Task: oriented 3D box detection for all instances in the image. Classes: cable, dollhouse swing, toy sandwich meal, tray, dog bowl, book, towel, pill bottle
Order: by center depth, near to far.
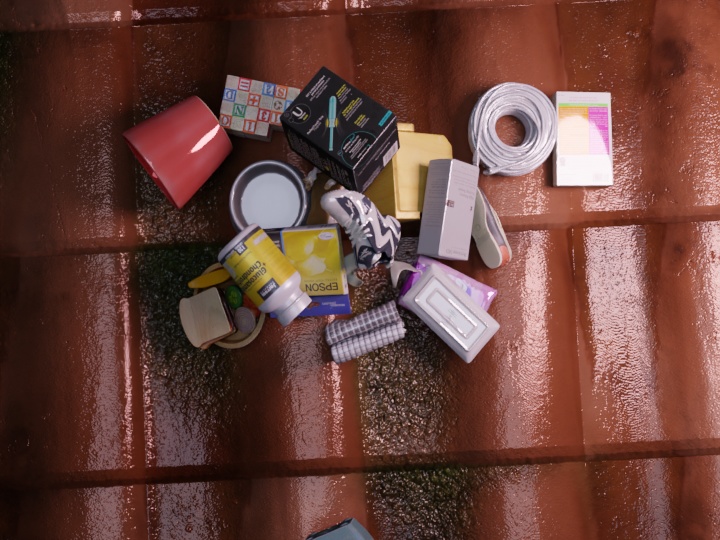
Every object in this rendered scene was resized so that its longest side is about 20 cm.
[{"bbox_3d":[-0.193,0.012,1.570,0.112,0.112,0.201,-41,93,-2],"label":"pill bottle"},{"bbox_3d":[0.010,0.124,1.600,0.162,0.200,0.088,-22,87,1],"label":"towel"},{"bbox_3d":[0.192,0.090,1.615,0.199,0.022,0.108,43,92,1],"label":"tray"},{"bbox_3d":[-0.299,0.079,1.645,0.199,0.070,0.212,2,96,20],"label":"toy sandwich meal"},{"bbox_3d":[-0.201,-0.150,1.687,0.194,0.059,0.207,0,86,1],"label":"dog bowl"},{"bbox_3d":[0.335,-0.309,1.688,0.194,0.069,0.207,-2,85,0],"label":"cable"},{"bbox_3d":[0.494,-0.290,1.699,0.129,0.048,0.207,0,88,-2],"label":"book"},{"bbox_3d":[0.089,-0.207,1.701,0.179,0.173,0.207,-7,86,41],"label":"dollhouse swing"}]

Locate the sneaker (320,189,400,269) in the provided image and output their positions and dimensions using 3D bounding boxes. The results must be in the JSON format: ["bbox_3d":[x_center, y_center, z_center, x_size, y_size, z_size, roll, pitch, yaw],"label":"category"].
[{"bbox_3d":[0.000,-0.071,1.547,0.197,0.079,0.132,33,44,-34],"label":"sneaker"}]

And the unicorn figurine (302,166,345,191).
[{"bbox_3d":[-0.067,-0.232,1.650,0.197,0.074,0.139,30,71,13],"label":"unicorn figurine"}]

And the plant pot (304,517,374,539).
[{"bbox_3d":[-0.034,0.635,1.582,0.191,0.197,0.205,-21,79,-1],"label":"plant pot"}]

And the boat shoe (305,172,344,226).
[{"bbox_3d":[-0.071,-0.143,1.684,0.069,0.069,0.205,11,75,26],"label":"boat shoe"}]

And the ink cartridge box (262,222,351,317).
[{"bbox_3d":[-0.126,0.007,1.633,0.192,0.047,0.206,-4,104,14],"label":"ink cartridge box"}]

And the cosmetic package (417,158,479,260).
[{"bbox_3d":[0.189,-0.128,1.633,0.100,0.073,0.206,7,89,-42],"label":"cosmetic package"}]

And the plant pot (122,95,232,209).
[{"bbox_3d":[-0.384,-0.265,1.638,0.176,0.201,0.202,-40,87,-11],"label":"plant pot"}]

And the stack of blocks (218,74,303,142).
[{"bbox_3d":[-0.208,-0.352,1.698,0.194,0.059,0.119,10,87,1],"label":"stack of blocks"}]

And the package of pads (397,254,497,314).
[{"bbox_3d":[0.188,0.058,1.665,0.196,0.076,0.123,25,86,2],"label":"package of pads"}]

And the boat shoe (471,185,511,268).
[{"bbox_3d":[0.276,-0.105,1.682,0.062,0.071,0.205,-17,82,-43],"label":"boat shoe"}]

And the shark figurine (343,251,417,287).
[{"bbox_3d":[0.011,-0.017,1.658,0.210,0.089,0.132,-16,93,31],"label":"shark figurine"}]

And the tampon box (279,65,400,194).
[{"bbox_3d":[-0.039,-0.281,1.557,0.198,0.127,0.151,36,77,18],"label":"tampon box"}]
